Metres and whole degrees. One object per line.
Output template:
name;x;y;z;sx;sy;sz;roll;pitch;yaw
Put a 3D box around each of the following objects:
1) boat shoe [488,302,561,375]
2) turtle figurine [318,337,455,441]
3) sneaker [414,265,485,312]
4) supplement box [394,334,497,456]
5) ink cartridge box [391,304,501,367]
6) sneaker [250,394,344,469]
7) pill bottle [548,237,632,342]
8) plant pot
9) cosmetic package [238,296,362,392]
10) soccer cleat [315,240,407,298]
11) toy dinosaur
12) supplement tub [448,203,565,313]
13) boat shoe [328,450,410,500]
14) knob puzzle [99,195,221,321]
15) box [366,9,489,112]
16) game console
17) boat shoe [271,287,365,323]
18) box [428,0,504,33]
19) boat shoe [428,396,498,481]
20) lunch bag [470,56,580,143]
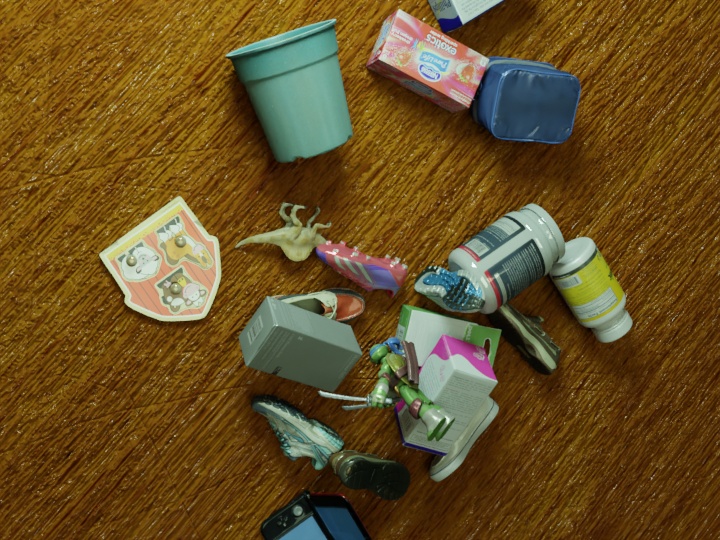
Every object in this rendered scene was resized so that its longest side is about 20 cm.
boat shoe;0.335;0.119;1.653;0.203;0.074;0.075;49;67;-22
turtle figurine;0.057;0.241;1.451;0.193;0.145;0.199;38;62;23
sneaker;0.184;0.046;1.530;0.086;0.199;0.075;40;84;-26
supplement box;0.158;0.237;1.543;0.102;0.102;0.202;17;120;-20
ink cartridge box;0.167;0.141;1.601;0.196;0.059;0.106;12;94;-18
sneaker;-0.127;0.306;1.521;0.198;0.078;0.087;34;89;-17
pill bottle;0.469;0.043;1.659;0.111;0.111;0.201;-38;106;-10
plant pot;-0.108;-0.304;1.409;0.197;0.200;0.199;-22;109;-14
cosmetic package;-0.106;0.135;1.461;0.198;0.091;0.107;22;116;-32
soccer cleat;0.000;0.000;1.521;0.197;0.067;0.078;13;108;-32
toy dinosaur;-0.124;-0.069;1.490;0.196;0.058;0.103;6;95;-18
supplement tub;0.281;-0.024;1.577;0.198;0.140;0.142;-33;104;-11
boat shoe;0.018;0.384;1.569;0.199;0.073;0.077;31;83;-42
knob puzzle;-0.333;0.002;1.447;0.215;0.030;0.225;-2;96;-18
box;0.123;-0.383;1.510;0.197;0.095;0.101;25;89;-15
game console;-0.067;0.529;1.540;0.171;0.119;0.202;-32;104;-12
boat shoe;-0.080;0.071;1.517;0.196;0.062;0.073;-1;94;-18
box;0.198;-0.578;1.511;0.182;0.105;0.202;-32;103;-12
boat shoe;0.191;0.323;1.625;0.070;0.071;0.201;43;80;-11
lunch bag;0.301;-0.327;1.558;0.196;0.133;0.138;4;113;-16
